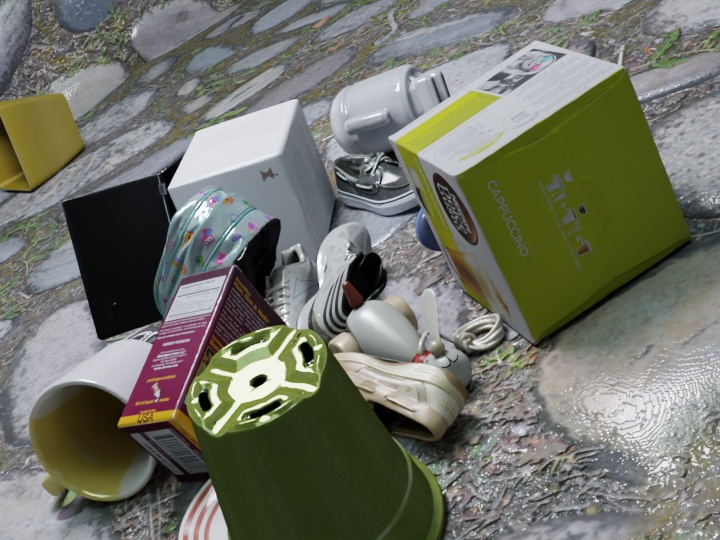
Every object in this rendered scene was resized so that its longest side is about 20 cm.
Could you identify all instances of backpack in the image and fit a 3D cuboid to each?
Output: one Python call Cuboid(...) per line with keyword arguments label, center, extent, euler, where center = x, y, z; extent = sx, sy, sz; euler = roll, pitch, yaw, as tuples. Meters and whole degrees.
Cuboid(label="backpack", center=(-0.175, -0.001, 1.459), extent=(0.168, 0.125, 0.201), euler=(-58, -6, -43))

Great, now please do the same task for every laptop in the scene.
Cuboid(label="laptop", center=(-0.289, -0.036, 1.600), extent=(0.114, 0.190, 0.200), euler=(-8, 16, 10))

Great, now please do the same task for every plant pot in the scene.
Cuboid(label="plant pot", center=(-0.051, 0.154, 0.984), extent=(0.197, 0.192, 0.201), euler=(-16, 33, 10))
Cuboid(label="plant pot", center=(-0.761, -0.312, 2.770), extent=(0.175, 0.202, 0.199), euler=(-29, 20, -31))

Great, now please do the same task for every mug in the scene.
Cuboid(label="mug", center=(-0.288, 0.158, 1.355), extent=(0.184, 0.151, 0.153), euler=(-13, 20, 20))

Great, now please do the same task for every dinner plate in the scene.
Cuboid(label="dinner plate", center=(-0.083, 0.219, 1.138), extent=(0.198, 0.024, 0.201), euler=(-26, 24, 12))

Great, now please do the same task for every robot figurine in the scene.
Cuboid(label="robot figurine", center=(0.037, -0.234, 1.778), extent=(0.198, 0.114, 0.169), euler=(-16, 7, 28))

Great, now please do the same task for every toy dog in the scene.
Cuboid(label="toy dog", center=(0.037, 0.060, 1.222), extent=(0.198, 0.097, 0.132), euler=(-5, 34, 43))

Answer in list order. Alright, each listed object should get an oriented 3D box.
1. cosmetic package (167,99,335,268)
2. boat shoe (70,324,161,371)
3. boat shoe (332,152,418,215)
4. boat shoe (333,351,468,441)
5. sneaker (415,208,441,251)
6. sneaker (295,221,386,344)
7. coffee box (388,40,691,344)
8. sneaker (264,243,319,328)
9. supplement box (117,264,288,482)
Cuboid(label="cosmetic package", center=(-0.143, -0.106, 1.645), extent=(0.164, 0.169, 0.201), euler=(-15, 26, 12))
Cuboid(label="boat shoe", center=(-0.306, 0.135, 1.498), extent=(0.062, 0.073, 0.200), euler=(-6, 29, 48))
Cuboid(label="boat shoe", center=(0.023, -0.124, 1.630), extent=(0.072, 0.071, 0.199), euler=(-43, 27, -28))
Cuboid(label="boat shoe", center=(0.011, 0.126, 1.153), extent=(0.199, 0.071, 0.065), euler=(-3, 45, 47))
Cuboid(label="sneaker", center=(0.108, -0.079, 1.452), extent=(0.081, 0.075, 0.200), euler=(-14, 21, 36))
Cuboid(label="sneaker", center=(0.000, 0.000, 1.371), extent=(0.115, 0.075, 0.202), euler=(-38, 23, 40))
Cuboid(label="coffee box", center=(0.178, -0.085, 1.217), extent=(0.199, 0.201, 0.198), euler=(-32, 24, -7))
Cuboid(label="sneaker", center=(-0.091, 0.044, 1.424), extent=(0.070, 0.081, 0.201), euler=(-18, 28, 21))
Cuboid(label="supplement box", center=(-0.164, 0.110, 1.283), extent=(0.085, 0.111, 0.202), euler=(-12, 44, 33))
